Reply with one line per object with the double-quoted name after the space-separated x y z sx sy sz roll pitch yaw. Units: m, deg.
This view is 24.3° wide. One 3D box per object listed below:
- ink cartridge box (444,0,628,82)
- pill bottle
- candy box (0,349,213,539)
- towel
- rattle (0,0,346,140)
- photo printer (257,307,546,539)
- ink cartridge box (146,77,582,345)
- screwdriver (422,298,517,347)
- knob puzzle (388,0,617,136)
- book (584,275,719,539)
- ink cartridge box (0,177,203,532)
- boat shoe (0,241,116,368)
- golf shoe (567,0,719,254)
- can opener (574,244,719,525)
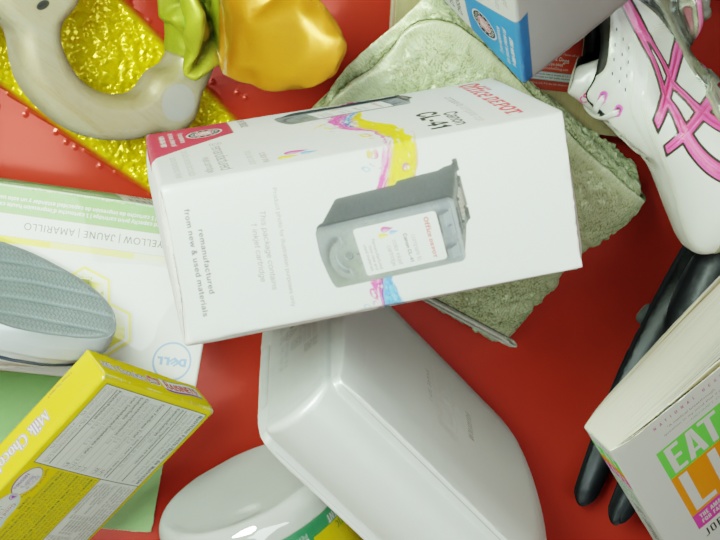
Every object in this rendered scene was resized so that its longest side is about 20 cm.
0.069 -0.234 0.857 0.145 0.147 0.200 -39 71 -6 "ink cartridge box"
-0.030 0.211 0.984 0.113 0.113 0.200 -25 107 -10 "pill bottle"
-0.179 0.129 0.918 0.200 0.026 0.102 -46 151 10 "candy box"
0.058 -0.053 0.972 0.200 0.037 0.148 37 105 -27 "towel"
-0.134 -0.126 0.846 0.200 0.143 0.130 20 106 -43 "rattle"
0.030 0.103 0.954 0.069 0.166 0.200 -39 110 16 "photo printer"
-0.004 -0.036 0.859 0.200 0.148 0.086 -12 105 -7 "ink cartridge box"
0.000 0.000 0.953 0.200 0.028 0.029 33 109 -8 "screwdriver"
0.105 -0.185 0.985 0.219 0.030 0.220 -4 103 -15 "knob puzzle"
0.219 0.104 1.033 0.134 0.048 0.200 -42 139 -4 "book"
-0.166 0.054 0.946 0.145 0.048 0.200 8 97 -19 "ink cartridge box"
-0.230 0.021 0.868 0.200 0.074 0.067 16 125 -22 "boat shoe"
0.165 -0.101 0.971 0.092 0.073 0.200 -18 97 -7 "golf shoe"
0.186 0.064 1.051 0.079 0.063 0.200 11 110 -45 "can opener"
